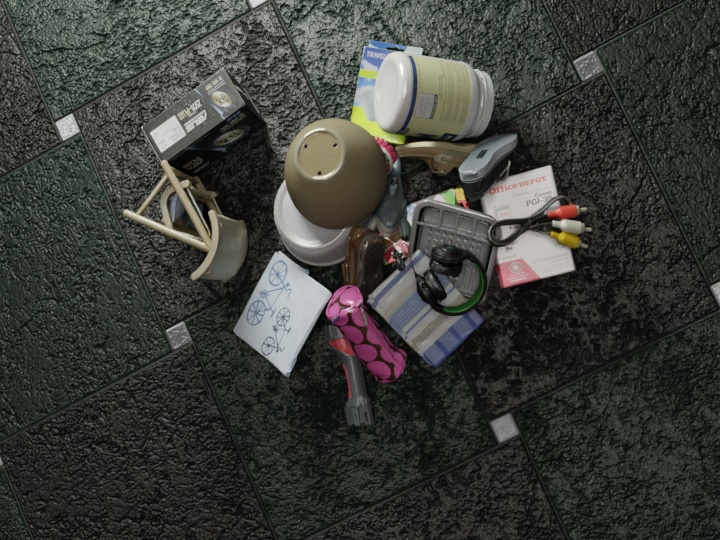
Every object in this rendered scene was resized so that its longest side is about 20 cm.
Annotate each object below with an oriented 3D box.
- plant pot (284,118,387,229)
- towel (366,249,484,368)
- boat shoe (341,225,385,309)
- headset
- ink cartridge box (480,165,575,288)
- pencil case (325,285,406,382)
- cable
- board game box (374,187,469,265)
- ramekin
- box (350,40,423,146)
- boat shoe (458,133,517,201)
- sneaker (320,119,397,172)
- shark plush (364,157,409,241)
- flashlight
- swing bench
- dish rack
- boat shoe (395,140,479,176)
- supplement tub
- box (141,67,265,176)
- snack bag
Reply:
[{"bbox_3d":[-0.057,-0.191,1.422,0.194,0.134,0.206,-2,80,12],"label":"plant pot"},{"bbox_3d":[0.126,0.075,1.518,0.147,0.024,0.200,-43,102,8],"label":"towel"},{"bbox_3d":[0.000,0.000,1.516,0.071,0.075,0.204,38,133,33],"label":"boat shoe"},{"bbox_3d":[0.145,0.013,1.438,0.197,0.094,0.125,26,108,-15],"label":"headset"},{"bbox_3d":[0.314,-0.081,1.498,0.143,0.083,0.206,-13,87,7],"label":"ink cartridge box"},{"bbox_3d":[0.016,0.125,1.485,0.092,0.201,0.092,-7,42,42],"label":"pencil case"},{"bbox_3d":[0.321,-0.089,1.409,0.194,0.050,0.100,0,86,-18],"label":"cable"},{"bbox_3d":[0.124,-0.089,1.554,0.195,0.030,0.098,-20,86,4],"label":"board game box"},{"bbox_3d":[-0.079,-0.115,1.534,0.196,0.094,0.209,-2,82,12],"label":"ramekin"},{"bbox_3d":[0.052,-0.355,1.561,0.119,0.048,0.206,10,90,7],"label":"box"},{"bbox_3d":[0.242,-0.191,1.445,0.072,0.200,0.070,-1,120,29],"label":"boat shoe"},{"bbox_3d":[-0.028,-0.233,1.526,0.196,0.081,0.076,20,63,24],"label":"sneaker"},{"bbox_3d":[0.071,-0.144,1.514,0.089,0.084,0.203,17,60,11],"label":"shark plush"},{"bbox_3d":[-0.022,0.201,1.548,0.066,0.068,0.206,-10,91,2],"label":"flashlight"},{"bbox_3d":[-0.317,-0.086,1.525,0.199,0.199,0.131,41,93,6],"label":"swing bench"},{"bbox_3d":[0.175,-0.039,1.494,0.167,0.044,0.204,16,125,11],"label":"dish rack"},{"bbox_3d":[0.163,-0.215,1.519,0.194,0.072,0.067,2,97,-10],"label":"boat shoe"},{"bbox_3d":[0.136,-0.322,1.469,0.195,0.144,0.150,3,88,-22],"label":"supplement tub"},{"bbox_3d":[-0.305,-0.286,1.547,0.198,0.164,0.087,-34,85,4],"label":"box"},{"bbox_3d":[-0.151,0.080,1.538,0.198,0.021,0.192,31,92,41],"label":"snack bag"}]
